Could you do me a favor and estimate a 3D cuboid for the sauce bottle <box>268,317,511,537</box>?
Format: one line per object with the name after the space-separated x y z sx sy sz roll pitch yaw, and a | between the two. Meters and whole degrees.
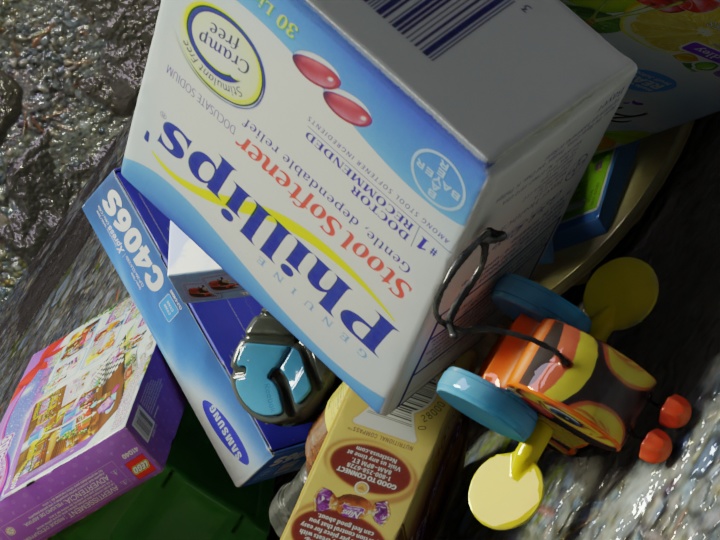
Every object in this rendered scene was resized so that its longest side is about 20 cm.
0.011 0.083 1.273 0.200 0.066 0.066 -50 15 42 | sauce bottle

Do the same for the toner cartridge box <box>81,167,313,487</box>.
-0.078 0.026 1.401 0.095 0.200 0.043 -13 -24 -45 | toner cartridge box

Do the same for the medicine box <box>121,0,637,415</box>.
0.001 -0.067 1.061 0.103 0.182 0.200 -38 -18 -33 | medicine box

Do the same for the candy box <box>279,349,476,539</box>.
-0.004 0.139 1.129 0.117 0.056 0.200 92 -162 -56 | candy box

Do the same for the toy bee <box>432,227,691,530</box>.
0.088 0.058 1.033 0.131 0.109 0.200 -63 -13 12 | toy bee

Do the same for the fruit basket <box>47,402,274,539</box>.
-0.155 0.165 1.481 0.216 0.155 0.216 -51 14 18 | fruit basket

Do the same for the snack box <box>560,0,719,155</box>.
0.108 -0.126 1.110 0.200 0.169 0.068 -17 60 57 | snack box

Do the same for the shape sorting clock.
0.116 -0.057 1.276 0.200 0.039 0.200 -44 28 31 | shape sorting clock

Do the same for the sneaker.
0.000 0.000 1.321 0.200 0.073 0.082 -53 -19 -1 | sneaker

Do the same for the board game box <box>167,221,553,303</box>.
-0.001 -0.065 1.249 0.037 0.200 0.151 62 -156 -58 | board game box

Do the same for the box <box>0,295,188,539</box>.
-0.162 0.084 1.423 0.137 0.039 0.200 -31 21 23 | box
